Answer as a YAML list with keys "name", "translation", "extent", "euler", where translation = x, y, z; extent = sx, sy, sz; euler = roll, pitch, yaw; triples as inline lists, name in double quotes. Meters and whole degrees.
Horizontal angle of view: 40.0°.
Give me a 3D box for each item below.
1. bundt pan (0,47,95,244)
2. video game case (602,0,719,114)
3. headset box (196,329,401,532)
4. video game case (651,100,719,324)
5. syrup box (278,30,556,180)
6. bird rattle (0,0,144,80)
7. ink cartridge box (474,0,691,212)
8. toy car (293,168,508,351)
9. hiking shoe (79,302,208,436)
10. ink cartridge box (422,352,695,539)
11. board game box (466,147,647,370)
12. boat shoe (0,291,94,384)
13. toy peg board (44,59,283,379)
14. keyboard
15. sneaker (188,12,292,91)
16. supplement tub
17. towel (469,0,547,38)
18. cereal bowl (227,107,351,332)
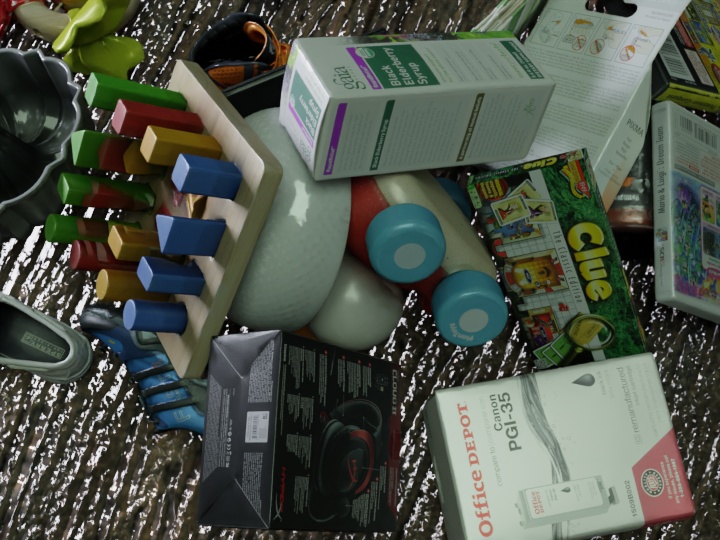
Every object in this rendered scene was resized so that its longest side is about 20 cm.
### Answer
- name: "bundt pan"
  translation: [-0.330, -0.104, 0.905]
  extent: [0.202, 0.076, 0.202]
  euler: [-7, 58, 12]
- name: "video game case"
  translation: [0.308, -0.235, 0.954]
  extent: [0.181, 0.026, 0.200]
  euler: [3, 58, -34]
- name: "headset box"
  translation: [-0.037, 0.140, 0.820]
  extent: [0.075, 0.200, 0.149]
  euler: [-7, 74, 33]
- name: "video game case"
  translation: [0.333, -0.040, 0.906]
  extent: [0.200, 0.024, 0.182]
  euler: [16, 70, -38]
- name: "syrup box"
  translation: [0.044, -0.134, 0.787]
  extent: [0.200, 0.081, 0.079]
  euler: [-8, 46, -25]
- name: "bird rattle"
  translation: [-0.297, -0.267, 0.984]
  extent: [0.200, 0.113, 0.163]
  euler: [22, 62, 17]
- name: "ink cartridge box"
  translation: [0.201, -0.163, 0.908]
  extent: [0.162, 0.050, 0.200]
  euler: [32, 92, 51]
- name: "toy car"
  translation: [0.000, 0.000, 0.873]
  extent: [0.200, 0.177, 0.184]
  euler: [-35, 34, 17]
- name: "hiking shoe"
  translation: [-0.176, 0.100, 0.877]
  extent: [0.200, 0.074, 0.087]
  euler: [29, 83, 11]
- name: "ink cartridge box"
  translation: [0.168, 0.164, 0.868]
  extent: [0.200, 0.083, 0.147]
  euler: [-10, 75, -5]
- name: "board game box"
  translation: [0.174, -0.004, 0.864]
  extent: [0.105, 0.023, 0.200]
  euler: [-14, 116, 23]
- name: "boat shoe"
  translation: [-0.338, 0.044, 0.889]
  extent: [0.200, 0.065, 0.074]
  euler: [16, 74, 2]
- name: "toy peg board"
  translation: [-0.175, -0.050, 0.806]
  extent: [0.098, 0.200, 0.199]
  euler: [6, 30, -35]
- name: "keyboard"
  translation: [-0.049, -0.146, 0.939]
  extent: [0.200, 0.127, 0.021]
  euler: [-22, 43, -5]
- name: "sneaker"
  translation: [-0.067, -0.192, 0.943]
  extent: [0.200, 0.112, 0.078]
  euler: [-6, 74, -4]
- name: "supplement tub"
  translation: [0.252, -0.117, 0.940]
  extent: [0.107, 0.107, 0.200]
  euler: [5, 73, -1]
- name: "towel"
  translation: [0.119, -0.212, 0.936]
  extent: [0.023, 0.153, 0.200]
  euler: [40, 79, 6]
- name: "cereal bowl"
  translation: [-0.091, -0.047, 0.850]
  extent: [0.083, 0.200, 0.200]
  euler: [9, 72, -30]
